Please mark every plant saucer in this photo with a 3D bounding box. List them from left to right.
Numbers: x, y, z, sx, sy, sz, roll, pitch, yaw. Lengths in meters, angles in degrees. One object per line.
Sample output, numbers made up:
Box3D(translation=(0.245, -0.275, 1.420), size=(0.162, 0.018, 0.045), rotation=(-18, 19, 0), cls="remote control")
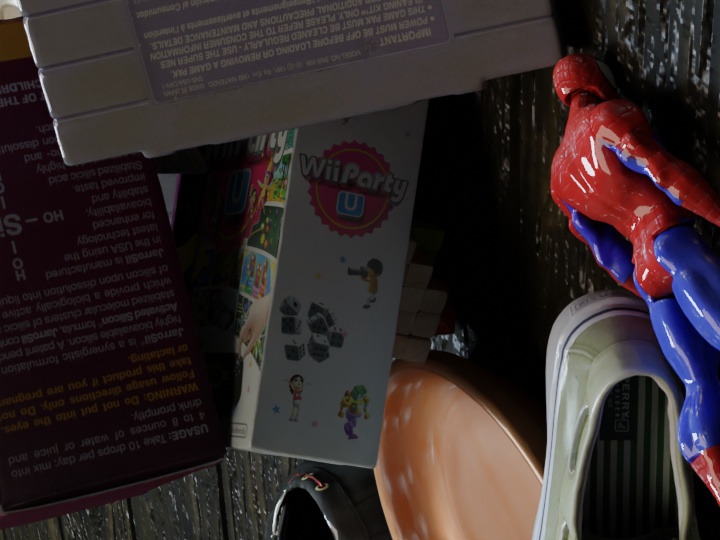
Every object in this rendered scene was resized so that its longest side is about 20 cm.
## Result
Box3D(translation=(0.070, 0.127, 1.014), size=(0.200, 0.037, 0.200), rotation=(49, 151, 39), cls="plant saucer")

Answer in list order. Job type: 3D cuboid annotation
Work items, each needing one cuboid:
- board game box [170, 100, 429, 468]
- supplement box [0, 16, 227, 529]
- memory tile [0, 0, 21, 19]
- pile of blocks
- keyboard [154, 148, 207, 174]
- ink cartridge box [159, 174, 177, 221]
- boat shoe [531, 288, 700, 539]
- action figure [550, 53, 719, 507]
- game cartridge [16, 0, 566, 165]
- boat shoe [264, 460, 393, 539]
Box3D(translation=(-0.033, -0.020, 0.966), size=(0.148, 0.064, 0.200), rotation=(176, 104, -66), cls="board game box")
Box3D(translation=(-0.144, 0.004, 0.947), size=(0.131, 0.103, 0.200), rotation=(-29, 75, 65), cls="supplement box")
Box3D(translation=(-0.143, -0.144, 0.990), size=(0.200, 0.017, 0.153), rotation=(54, 151, -10), cls="memory tile")
Box3D(translation=(0.000, 0.000, 1.039), size=(0.200, 0.062, 0.082), rotation=(-176, 95, -66), cls="pile of blocks")
Box3D(translation=(-0.128, -0.126, 0.958), size=(0.056, 0.011, 0.200), rotation=(9, 133, 57), cls="keyboard")
Box3D(translation=(-0.129, -0.027, 1.200), size=(0.129, 0.125, 0.200), rotation=(42, 145, 45), cls="ink cartridge box")
Box3D(translation=(0.100, 0.106, 0.866), size=(0.062, 0.072, 0.200), rotation=(-88, -9, -63), cls="boat shoe")
Box3D(translation=(0.116, 0.005, 0.788), size=(0.200, 0.052, 0.065), rotation=(64, 152, 21), cls="action figure")
Box3D(translation=(-0.031, -0.117, 0.835), size=(0.038, 0.200, 0.130), rotation=(-84, -18, -65), cls="game cartridge")
Box3D(translation=(-0.021, 0.139, 1.199), size=(0.074, 0.063, 0.201), rotation=(64, 159, 3), cls="boat shoe")
